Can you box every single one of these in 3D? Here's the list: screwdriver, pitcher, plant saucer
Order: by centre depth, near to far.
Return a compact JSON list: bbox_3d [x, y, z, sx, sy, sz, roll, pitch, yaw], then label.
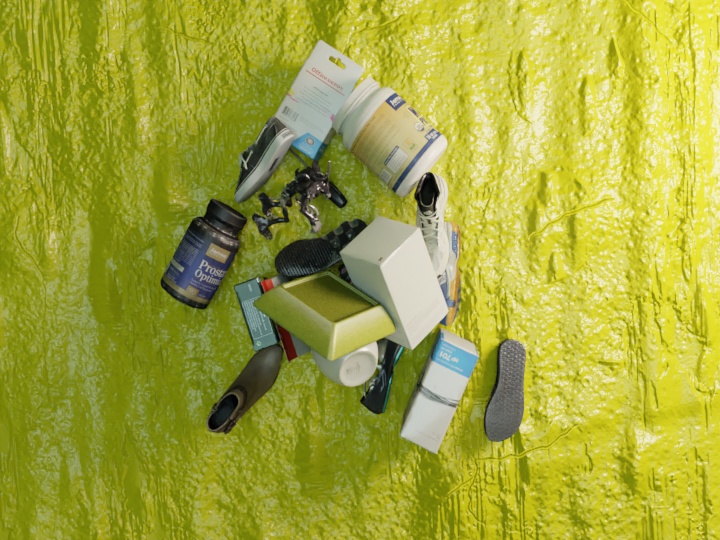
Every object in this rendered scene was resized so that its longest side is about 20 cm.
[{"bbox_3d":[-0.057,0.064,1.394,0.198,0.198,0.049,32,119,29],"label":"plant saucer"},{"bbox_3d":[-0.042,0.145,1.495,0.119,0.200,0.174,-23,129,-14],"label":"pitcher"},{"bbox_3d":[-0.097,-0.205,1.588,0.029,0.028,0.201,-36,81,-23],"label":"screwdriver"}]

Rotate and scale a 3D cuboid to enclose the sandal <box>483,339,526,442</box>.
[{"bbox_3d":[0.292,0.241,1.558,0.074,0.043,0.205,13,85,-2],"label":"sandal"}]

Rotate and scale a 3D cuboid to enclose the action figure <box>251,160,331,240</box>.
[{"bbox_3d":[-0.116,-0.139,1.535,0.197,0.102,0.121,-24,45,31],"label":"action figure"}]

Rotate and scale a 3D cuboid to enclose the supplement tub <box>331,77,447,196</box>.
[{"bbox_3d":[0.054,-0.257,1.504,0.199,0.144,0.145,42,96,2],"label":"supplement tub"}]

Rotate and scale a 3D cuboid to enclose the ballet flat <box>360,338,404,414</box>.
[{"bbox_3d":[0.046,0.187,1.565,0.071,0.073,0.205,19,97,5],"label":"ballet flat"}]

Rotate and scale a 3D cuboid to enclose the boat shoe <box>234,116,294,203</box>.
[{"bbox_3d":[-0.206,-0.218,1.545,0.068,0.073,0.200,46,131,7],"label":"boat shoe"}]

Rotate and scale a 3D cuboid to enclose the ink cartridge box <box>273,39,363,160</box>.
[{"bbox_3d":[-0.084,-0.335,1.553,0.114,0.068,0.203,33,96,5],"label":"ink cartridge box"}]

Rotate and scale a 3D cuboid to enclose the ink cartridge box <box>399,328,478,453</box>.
[{"bbox_3d":[0.152,0.229,1.514,0.084,0.146,0.204,24,95,3],"label":"ink cartridge box"}]

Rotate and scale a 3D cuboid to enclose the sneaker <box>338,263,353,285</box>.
[{"bbox_3d":[0.000,0.000,1.555,0.085,0.080,0.203,27,94,6],"label":"sneaker"}]

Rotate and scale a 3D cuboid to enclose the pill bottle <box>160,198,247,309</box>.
[{"bbox_3d":[-0.311,-0.035,1.570,0.110,0.112,0.203,30,96,4],"label":"pill bottle"}]

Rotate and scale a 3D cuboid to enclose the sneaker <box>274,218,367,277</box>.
[{"bbox_3d":[-0.076,-0.032,1.544,0.196,0.089,0.076,-21,81,-11],"label":"sneaker"}]

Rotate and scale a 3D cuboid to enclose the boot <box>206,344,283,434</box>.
[{"bbox_3d":[-0.231,0.239,1.556,0.070,0.146,0.202,34,95,5],"label":"boot"}]

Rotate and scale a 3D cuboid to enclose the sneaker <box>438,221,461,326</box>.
[{"bbox_3d":[0.153,0.007,1.549,0.086,0.075,0.206,0,85,16],"label":"sneaker"}]

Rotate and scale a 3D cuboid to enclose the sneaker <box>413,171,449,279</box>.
[{"bbox_3d":[0.122,-0.086,1.467,0.074,0.115,0.206,0,86,17],"label":"sneaker"}]

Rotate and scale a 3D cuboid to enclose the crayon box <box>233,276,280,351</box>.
[{"bbox_3d":[-0.193,0.080,1.523,0.050,0.200,0.129,-18,91,-2],"label":"crayon box"}]

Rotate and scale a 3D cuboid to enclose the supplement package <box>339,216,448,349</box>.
[{"bbox_3d":[0.065,0.022,1.456,0.117,0.116,0.203,-41,128,-25],"label":"supplement package"}]

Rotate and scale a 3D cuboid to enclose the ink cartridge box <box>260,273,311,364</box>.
[{"bbox_3d":[-0.138,0.086,1.512,0.049,0.200,0.166,-19,90,-2],"label":"ink cartridge box"}]
